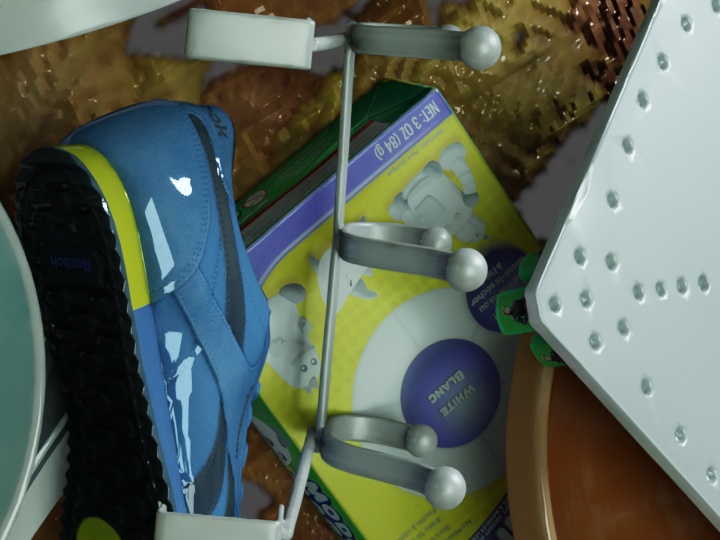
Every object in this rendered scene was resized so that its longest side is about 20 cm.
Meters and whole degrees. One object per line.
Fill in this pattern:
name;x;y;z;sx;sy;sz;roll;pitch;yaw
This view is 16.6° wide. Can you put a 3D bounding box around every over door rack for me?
over door rack;0.000;0.000;0.731;0.066;0.200;0.149;5;96;13

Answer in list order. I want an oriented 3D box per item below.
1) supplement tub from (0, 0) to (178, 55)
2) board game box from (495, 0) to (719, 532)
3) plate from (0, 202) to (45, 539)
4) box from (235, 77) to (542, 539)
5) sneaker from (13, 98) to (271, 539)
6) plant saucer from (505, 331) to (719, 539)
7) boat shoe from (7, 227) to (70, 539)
supplement tub;-0.115;-0.171;0.721;0.144;0.144;0.201;-20;106;-19
board game box;0.141;0.002;0.872;0.200;0.026;0.201;46;52;-28
plate;-0.190;0.036;0.751;0.199;0.026;0.202;-1;81;6
box;0.029;0.047;0.876;0.117;0.048;0.200;-41;114;-13
sneaker;-0.053;0.046;0.772;0.078;0.066;0.202;-20;112;-41
plant saucer;0.118;0.077;0.872;0.199;0.032;0.202;12;73;-43
boat shoe;-0.139;0.068;0.787;0.200;0.072;0.068;-52;129;-10
